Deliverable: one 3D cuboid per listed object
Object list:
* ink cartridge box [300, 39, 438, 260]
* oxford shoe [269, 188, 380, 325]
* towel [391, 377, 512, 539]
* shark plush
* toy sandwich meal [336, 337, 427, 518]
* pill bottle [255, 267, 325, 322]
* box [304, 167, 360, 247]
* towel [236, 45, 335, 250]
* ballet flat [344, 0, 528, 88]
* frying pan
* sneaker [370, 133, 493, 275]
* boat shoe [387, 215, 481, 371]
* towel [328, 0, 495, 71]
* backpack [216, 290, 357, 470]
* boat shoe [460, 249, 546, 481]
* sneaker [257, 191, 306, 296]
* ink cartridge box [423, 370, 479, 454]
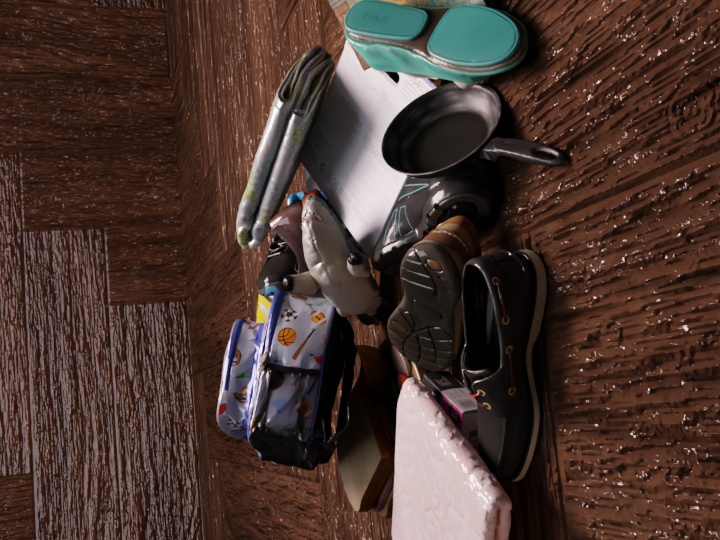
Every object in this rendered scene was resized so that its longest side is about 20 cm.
[{"bbox_3d":[0.017,-0.150,0.942,0.200,0.040,0.201,56,133,41],"label":"ink cartridge box"},{"bbox_3d":[-0.036,-0.004,1.026,0.201,0.072,0.071,59,-168,-31],"label":"oxford shoe"},{"bbox_3d":[0.078,0.227,0.792,0.200,0.032,0.193,-131,39,-60],"label":"towel"},{"bbox_3d":[0.000,0.000,0.947,0.090,0.199,0.084,-28,49,28],"label":"shark plush"},{"bbox_3d":[0.024,0.176,0.987,0.205,0.070,0.208,177,90,-71],"label":"toy sandwich meal"},{"bbox_3d":[-0.101,0.088,1.282,0.112,0.110,0.202,-117,30,-50],"label":"pill bottle"},{"bbox_3d":[-0.022,-0.108,1.117,0.200,0.046,0.161,142,123,-67],"label":"box"},{"bbox_3d":[-0.091,-0.147,1.018,0.172,0.048,0.201,-72,4,-54],"label":"towel"},{"bbox_3d":[0.073,-0.198,0.769,0.199,0.070,0.068,22,77,38],"label":"ballet flat"},{"bbox_3d":[0.103,-0.121,0.746,0.031,0.189,0.116,55,-131,-41],"label":"frying pan"},{"bbox_3d":[0.069,-0.055,0.843,0.200,0.075,0.080,136,140,-56],"label":"sneaker"},{"bbox_3d":[0.078,0.025,0.815,0.075,0.074,0.201,31,150,13],"label":"boat shoe"},{"bbox_3d":[0.030,-0.280,0.814,0.199,0.022,0.148,-8,112,57],"label":"towel"},{"bbox_3d":[-0.081,0.122,1.001,0.200,0.153,0.192,108,178,-72],"label":"backpack"},{"bbox_3d":[0.112,0.083,0.729,0.074,0.062,0.204,-150,57,-63],"label":"boat shoe"},{"bbox_3d":[-0.103,-0.036,1.194,0.201,0.073,0.083,-70,-35,-57],"label":"sneaker"},{"bbox_3d":[0.089,0.211,0.862,0.095,0.037,0.202,-142,50,-65],"label":"ink cartridge box"}]
